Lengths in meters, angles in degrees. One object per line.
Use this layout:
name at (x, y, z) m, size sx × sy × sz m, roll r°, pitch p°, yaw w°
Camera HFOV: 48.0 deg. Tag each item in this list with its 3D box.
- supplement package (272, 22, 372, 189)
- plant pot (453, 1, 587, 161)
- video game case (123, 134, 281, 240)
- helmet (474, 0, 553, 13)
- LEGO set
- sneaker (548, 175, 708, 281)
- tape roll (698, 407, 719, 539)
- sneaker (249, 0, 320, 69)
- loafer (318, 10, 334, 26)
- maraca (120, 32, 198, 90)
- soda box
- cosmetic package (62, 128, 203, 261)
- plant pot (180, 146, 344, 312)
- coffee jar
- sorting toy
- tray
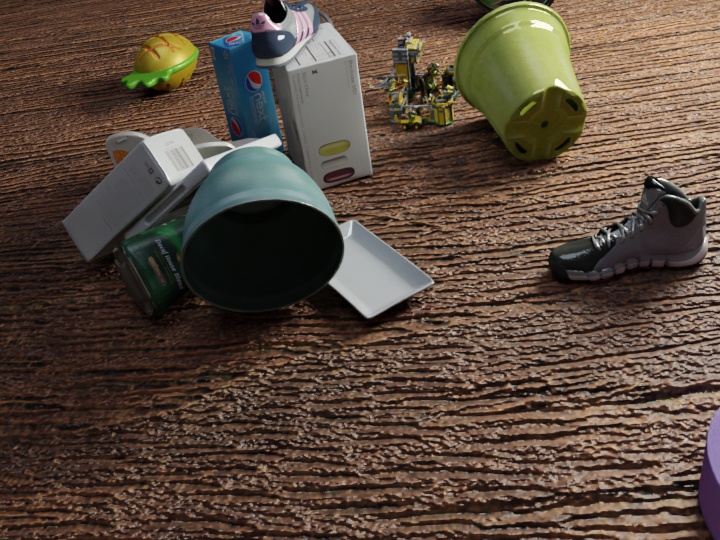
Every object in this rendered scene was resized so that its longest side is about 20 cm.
supplement package at (-0.064, -0.258, 1.275) m, size 0.108 × 0.203 × 0.157 m, roll -17°, pitch 36°, yaw -10°
plant pot at (0.262, -0.277, 1.257) m, size 0.195 × 0.203 × 0.187 m, roll -11°, pitch 46°, yaw -3°
video game case at (-0.219, -0.117, 1.140) m, size 0.180 × 0.024 × 0.200 m, roll -35°, pitch 2°, yaw 29°
helmet at (0.323, -0.619, 1.689) m, size 0.196 × 0.191 × 0.204 m, roll 18°, pitch 49°, yaw -22°
LEGO set at (0.112, -0.347, 1.427) m, size 0.150 × 0.118 × 0.201 m, roll 7°, pitch 39°, yaw 22°
sneaker at (0.325, -0.059, 0.983) m, size 0.195 × 0.118 × 0.076 m, roll -9°, pitch 35°, yaw 1°
tape roll at (0.392, 0.183, 0.679) m, size 0.195 × 0.067 × 0.202 m, roll -6°, pitch 36°, yaw 4°
sneaker at (-0.109, -0.375, 1.200) m, size 0.068 × 0.083 × 0.202 m, roll 0°, pitch 37°, yaw 15°
loafer at (-0.129, -0.526, 1.784) m, size 0.071 × 0.074 × 0.198 m, roll -43°, pitch 41°, yaw -24°
maraca at (-0.410, -0.420, 1.661) m, size 0.134 × 0.109 × 0.201 m, roll -2°, pitch 36°, yaw 23°
soda box at (-0.186, -0.284, 1.339) m, size 0.067 × 0.204 × 0.064 m, roll -32°, pitch 40°, yaw -30°
cosmetic package at (-0.313, -0.104, 1.122) m, size 0.198 × 0.075 × 0.102 m, roll -34°, pitch 3°, yaw 28°
plant pot at (-0.126, -0.064, 0.997) m, size 0.195 × 0.202 × 0.136 m, roll -12°, pitch 52°, yaw -3°
coffee jar at (-0.221, -0.031, 1.082) m, size 0.198 × 0.106 × 0.085 m, roll -34°, pitch 8°, yaw -29°
sorting toy at (-0.247, -0.172, 1.224) m, size 0.176 × 0.109 × 0.200 m, roll -10°, pitch 8°, yaw 20°
tray at (0.000, 0.000, 1.061) m, size 0.106 × 0.023 × 0.199 m, roll -25°, pitch 38°, yaw -22°
